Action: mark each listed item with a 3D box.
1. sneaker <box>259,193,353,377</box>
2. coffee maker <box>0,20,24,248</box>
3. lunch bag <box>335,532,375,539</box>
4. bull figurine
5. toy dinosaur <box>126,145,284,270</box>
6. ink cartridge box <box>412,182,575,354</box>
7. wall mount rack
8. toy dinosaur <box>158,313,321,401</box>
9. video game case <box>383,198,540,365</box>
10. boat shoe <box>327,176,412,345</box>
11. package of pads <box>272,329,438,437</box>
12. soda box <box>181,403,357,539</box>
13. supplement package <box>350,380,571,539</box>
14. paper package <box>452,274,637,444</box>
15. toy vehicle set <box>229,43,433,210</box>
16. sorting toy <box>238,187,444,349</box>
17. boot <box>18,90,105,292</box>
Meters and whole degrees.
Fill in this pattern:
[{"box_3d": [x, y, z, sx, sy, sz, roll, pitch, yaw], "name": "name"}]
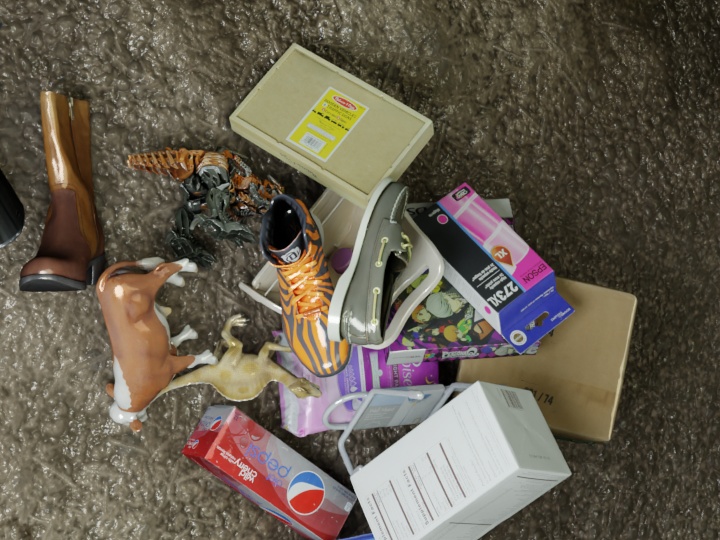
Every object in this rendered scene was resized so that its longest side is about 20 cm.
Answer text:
[{"box_3d": [-0.067, 0.012, 1.617, 0.077, 0.112, 0.201, -20, 72, 6], "name": "sneaker"}, {"box_3d": [-0.402, -0.111, 1.471, 0.135, 0.191, 0.201, -71, 142, -56], "name": "coffee maker"}, {"box_3d": [0.031, 0.369, 1.777, 0.199, 0.094, 0.151, -14, 136, -39], "name": "lunch bag"}, {"box_3d": [-0.223, 0.075, 1.624, 0.121, 0.065, 0.201, -26, 127, -29], "name": "bull figurine"}, {"box_3d": [-0.169, -0.082, 1.685, 0.199, 0.102, 0.137, 9, 62, -18], "name": "toy dinosaur"}, {"box_3d": [0.151, -0.005, 1.760, 0.094, 0.037, 0.200, -35, 72, -25], "name": "ink cartridge box"}, {"box_3d": [0.065, 0.160, 1.714, 0.199, 0.174, 0.075, -2, 50, -34], "name": "wall mount rack"}, {"box_3d": [-0.142, 0.105, 1.683, 0.198, 0.058, 0.102, -2, 48, 4], "name": "toy dinosaur"}, {"box_3d": [0.104, 0.010, 1.784, 0.180, 0.036, 0.201, -3, 60, -10], "name": "video game case"}, {"box_3d": [0.022, -0.009, 1.613, 0.072, 0.060, 0.203, 78, 28, -56], "name": "boat shoe"}, {"box_3d": [-0.004, 0.117, 1.785, 0.199, 0.076, 0.121, -8, 99, -31], "name": "package of pads"}, {"box_3d": [-0.102, 0.232, 1.733, 0.200, 0.063, 0.070, 39, 71, -25], "name": "soda box"}, {"box_3d": [0.107, 0.224, 1.667, 0.113, 0.200, 0.110, 16, 42, -51], "name": "supplement package"}, {"box_3d": [0.221, 0.101, 1.855, 0.198, 0.103, 0.192, 12, 84, 7], "name": "paper package"}, {"box_3d": [-0.033, -0.162, 1.711, 0.124, 0.199, 0.027, -50, 158, -20], "name": "toy vehicle set"}, {"box_3d": [0.000, 0.000, 1.702, 0.200, 0.180, 0.107, -51, 142, -5], "name": "sorting toy"}, {"box_3d": [-0.301, -0.081, 1.547, 0.068, 0.188, 0.202, -1, 95, 13], "name": "boot"}]
